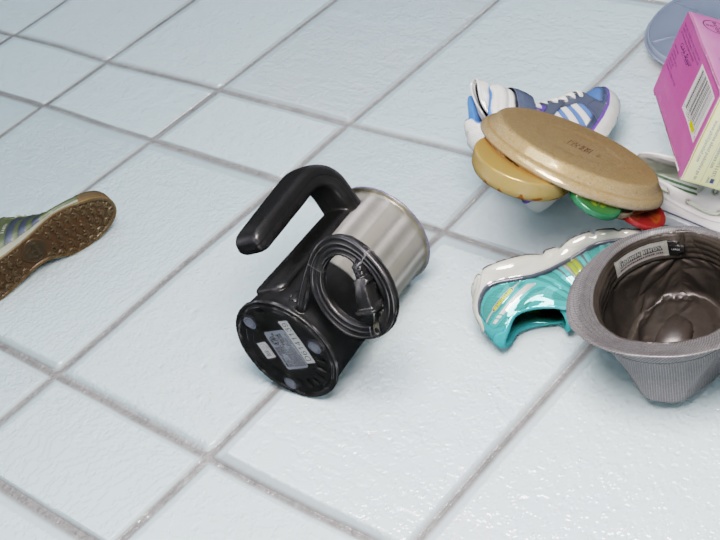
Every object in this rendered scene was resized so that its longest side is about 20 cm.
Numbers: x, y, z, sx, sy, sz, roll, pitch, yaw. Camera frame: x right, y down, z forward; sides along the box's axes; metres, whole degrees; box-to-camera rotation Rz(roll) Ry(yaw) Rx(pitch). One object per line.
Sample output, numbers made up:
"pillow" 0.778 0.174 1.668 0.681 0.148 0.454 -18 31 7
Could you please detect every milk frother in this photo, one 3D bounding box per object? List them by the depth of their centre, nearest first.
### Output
"milk frother" 0.000 0.000 1.293 0.198 0.182 0.188 8 43 35

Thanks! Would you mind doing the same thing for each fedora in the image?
"fedora" 0.274 0.048 1.198 0.175 0.091 0.201 -3 35 17

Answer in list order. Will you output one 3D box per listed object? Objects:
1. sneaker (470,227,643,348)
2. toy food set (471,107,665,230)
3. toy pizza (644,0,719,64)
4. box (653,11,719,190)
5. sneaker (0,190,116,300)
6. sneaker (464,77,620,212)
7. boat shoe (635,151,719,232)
"sneaker" 0.206 0.020 1.297 0.198 0.078 0.080 -19 57 1
"toy food set" 0.204 -0.098 1.311 0.196 0.049 0.200 22 22 0
"toy pizza" 0.438 -0.282 1.611 0.198 0.032 0.201 -12 38 9
"box" 0.406 -0.149 1.323 0.198 0.097 0.177 15 35 -8
"sneaker" -0.394 -0.045 1.608 0.199 0.068 0.090 -36 45 -19
"sneaker" 0.189 -0.173 1.466 0.201 0.146 0.080 -53 12 -33
"boat shoe" 0.352 -0.071 1.340 0.198 0.067 0.074 13 46 34
